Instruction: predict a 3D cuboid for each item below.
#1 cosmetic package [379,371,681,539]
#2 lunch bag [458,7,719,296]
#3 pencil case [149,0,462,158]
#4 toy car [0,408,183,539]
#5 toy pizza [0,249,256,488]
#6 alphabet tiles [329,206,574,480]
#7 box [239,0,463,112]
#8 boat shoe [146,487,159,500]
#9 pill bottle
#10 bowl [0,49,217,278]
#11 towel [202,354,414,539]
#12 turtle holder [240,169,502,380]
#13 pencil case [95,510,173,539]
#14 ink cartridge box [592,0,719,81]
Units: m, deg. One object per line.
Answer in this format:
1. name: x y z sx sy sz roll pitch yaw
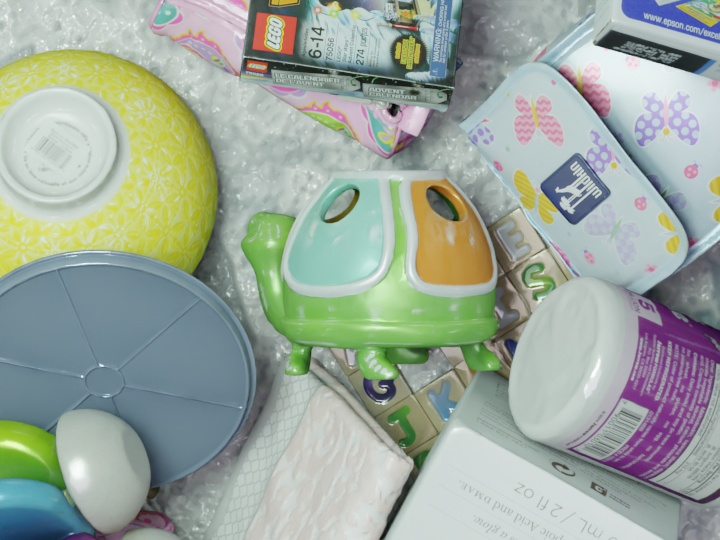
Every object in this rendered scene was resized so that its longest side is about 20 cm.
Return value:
1. cosmetic package: 0.092 0.201 1.656 0.164 0.165 0.201 29 103 3
2. lunch bag: 0.187 -0.090 1.629 0.200 0.127 0.170 -37 88 16
3. pencil case: -0.038 -0.150 1.671 0.199 0.087 0.088 30 101 5
4. toy car: -0.208 0.198 1.625 0.174 0.150 0.201 -21 102 16
5. toy pizza: -0.167 0.063 1.657 0.198 0.032 0.201 -1 126 -1
6. alphabet tiles: 0.099 0.062 1.722 0.199 0.008 0.168 -33 91 12
7. box: 0.001 -0.208 1.628 0.136 0.040 0.202 7 68 -3
8. boat shoe: -0.200 0.071 1.740 0.067 0.072 0.202 -18 97 9
9. pill bottle: 0.203 0.086 1.626 0.199 0.112 0.113 23 102 -25
10. bowl: -0.195 -0.065 1.666 0.198 0.108 0.202 0 72 0
11. towel: -0.049 0.174 1.677 0.032 0.191 0.201 20 101 -27
12. turtle holder: 0.011 0.000 1.670 0.140 0.185 0.133 -3 93 -20
13. pencil case: -0.168 0.267 1.753 0.087 0.087 0.202 3 99 9
14. ink cartridge box: 0.245 -0.210 1.560 0.196 0.047 0.202 14 68 -14
